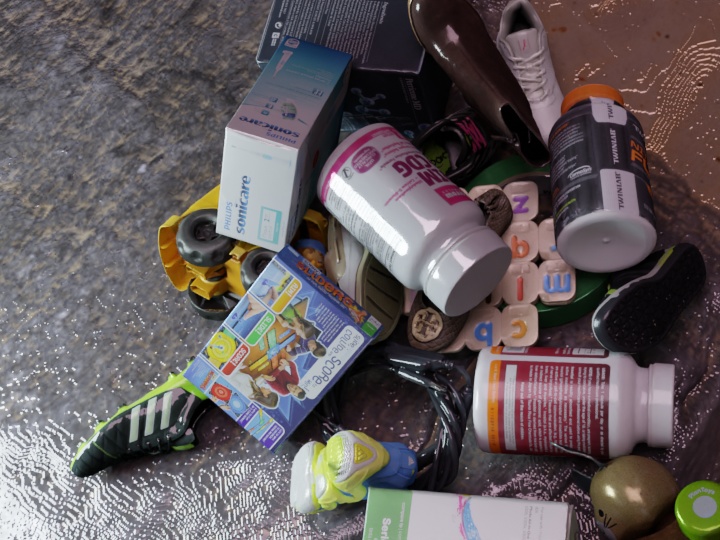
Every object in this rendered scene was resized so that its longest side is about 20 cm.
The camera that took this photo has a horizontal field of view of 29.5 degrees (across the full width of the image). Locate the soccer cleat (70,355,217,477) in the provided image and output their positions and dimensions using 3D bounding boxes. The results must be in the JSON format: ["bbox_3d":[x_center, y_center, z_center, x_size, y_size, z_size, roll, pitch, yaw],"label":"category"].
[{"bbox_3d":[-0.231,0.178,1.526,0.200,0.068,0.081,-36,75,-6],"label":"soccer cleat"}]

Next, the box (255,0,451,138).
[{"bbox_3d":[-0.002,-0.244,1.630,0.199,0.149,0.107,6,66,16],"label":"box"}]

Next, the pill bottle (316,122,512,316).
[{"bbox_3d":[0.057,-0.052,1.425,0.113,0.113,0.200,-41,65,-9],"label":"pill bottle"}]

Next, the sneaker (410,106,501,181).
[{"bbox_3d":[0.108,-0.140,1.555,0.200,0.087,0.074,-32,92,-35],"label":"sneaker"}]

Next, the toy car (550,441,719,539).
[{"bbox_3d":[0.261,0.244,1.330,0.158,0.164,0.200,-43,53,-10],"label":"toy car"}]

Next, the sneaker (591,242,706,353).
[{"bbox_3d":[0.290,0.033,1.441,0.083,0.072,0.200,-8,16,46],"label":"sneaker"}]

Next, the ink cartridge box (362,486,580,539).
[{"bbox_3d":[0.112,0.279,1.347,0.199,0.145,0.088,1,65,13],"label":"ink cartridge box"}]

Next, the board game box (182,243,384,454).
[{"bbox_3d":[-0.085,0.087,1.456,0.135,0.034,0.200,41,120,1],"label":"board game box"}]

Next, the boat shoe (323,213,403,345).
[{"bbox_3d":[0.000,0.000,1.510,0.068,0.075,0.201,-23,46,31],"label":"boat shoe"}]

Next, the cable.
[{"bbox_3d":[0.032,0.159,1.456,0.199,0.051,0.164,7,95,37],"label":"cable"}]

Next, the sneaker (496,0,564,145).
[{"bbox_3d":[0.194,-0.234,1.606,0.078,0.099,0.201,-15,62,5],"label":"sneaker"}]

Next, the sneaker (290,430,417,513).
[{"bbox_3d":[-0.004,0.215,1.410,0.105,0.200,0.076,11,73,-18],"label":"sneaker"}]

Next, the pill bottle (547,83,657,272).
[{"bbox_3d":[0.255,-0.106,1.462,0.106,0.106,0.201,-6,53,10],"label":"pill bottle"}]

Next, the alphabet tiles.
[{"bbox_3d":[0.137,-0.004,1.499,0.199,0.015,0.196,-5,66,16],"label":"alphabet tiles"}]

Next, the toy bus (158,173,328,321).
[{"bbox_3d":[-0.101,-0.027,1.570,0.200,0.136,0.192,27,57,21],"label":"toy bus"}]

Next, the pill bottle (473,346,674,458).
[{"bbox_3d":[0.222,0.137,1.410,0.199,0.113,0.113,1,65,14],"label":"pill bottle"}]

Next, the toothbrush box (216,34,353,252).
[{"bbox_3d":[-0.083,-0.141,1.505,0.085,0.147,0.200,18,41,7],"label":"toothbrush box"}]

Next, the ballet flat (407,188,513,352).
[{"bbox_3d":[0.105,-0.003,1.474,0.067,0.046,0.200,25,77,27],"label":"ballet flat"}]

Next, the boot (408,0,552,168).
[{"bbox_3d":[0.133,-0.214,1.474,0.072,0.200,0.166,-36,30,6],"label":"boot"}]

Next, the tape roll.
[{"bbox_3d":[0.198,-0.035,1.537,0.200,0.048,0.201,-5,63,10],"label":"tape roll"}]
